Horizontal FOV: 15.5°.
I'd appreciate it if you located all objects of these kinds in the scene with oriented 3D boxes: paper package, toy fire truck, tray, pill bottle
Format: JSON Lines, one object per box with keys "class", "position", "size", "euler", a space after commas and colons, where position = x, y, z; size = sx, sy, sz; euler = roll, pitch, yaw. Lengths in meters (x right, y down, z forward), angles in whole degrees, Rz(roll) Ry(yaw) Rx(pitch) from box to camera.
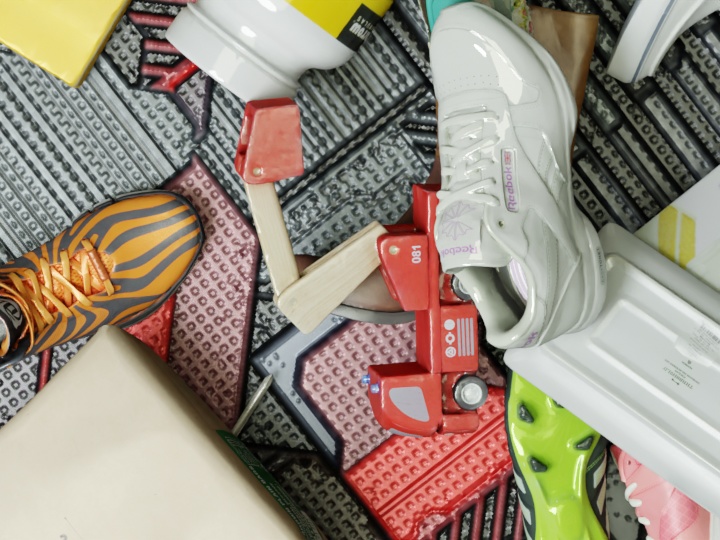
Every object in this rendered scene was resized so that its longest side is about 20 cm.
{"class": "paper package", "position": [-0.142, 0.167, 1.581], "size": [0.191, 0.103, 0.200], "euler": [-44, 76, 5]}
{"class": "toy fire truck", "position": [0.000, 0.000, 1.539], "size": [0.140, 0.049, 0.201], "euler": [-3, 99, -10]}
{"class": "tray", "position": [0.186, 0.061, 1.515], "size": [0.200, 0.022, 0.108], "euler": [36, 82, 24]}
{"class": "pill bottle", "position": [-0.023, -0.193, 1.562], "size": [0.112, 0.112, 0.200], "euler": [37, 96, -2]}

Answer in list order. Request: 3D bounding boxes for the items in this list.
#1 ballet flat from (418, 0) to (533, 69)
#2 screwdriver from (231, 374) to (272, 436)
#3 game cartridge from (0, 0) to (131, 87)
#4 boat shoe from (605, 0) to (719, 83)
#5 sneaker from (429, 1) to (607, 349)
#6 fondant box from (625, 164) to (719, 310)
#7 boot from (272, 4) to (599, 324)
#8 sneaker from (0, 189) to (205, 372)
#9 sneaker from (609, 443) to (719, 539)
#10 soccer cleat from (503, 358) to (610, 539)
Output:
{"class": "ballet flat", "position": [0.062, -0.180, 1.517], "size": [0.075, 0.064, 0.201], "euler": [7, 129, 19]}
{"class": "screwdriver", "position": [-0.112, 0.146, 1.636], "size": [0.029, 0.028, 0.201], "euler": [26, 97, -15]}
{"class": "game cartridge", "position": [-0.194, -0.240, 1.607], "size": [0.176, 0.032, 0.200], "euler": [32, 93, -1]}
{"class": "boat shoe", "position": [0.221, -0.189, 1.575], "size": [0.065, 0.074, 0.200], "euler": [34, 96, 3]}
{"class": "sneaker", "position": [0.079, -0.052, 1.482], "size": [0.075, 0.099, 0.201], "euler": [-14, 97, 41]}
{"class": "fondant box", "position": [0.243, 0.008, 1.562], "size": [0.200, 0.058, 0.144], "euler": [-38, 64, -1]}
{"class": "boot", "position": [0.045, -0.067, 1.594], "size": [0.187, 0.068, 0.201], "euler": [3, 94, 2]}
{"class": "sneaker", "position": [-0.185, 0.019, 1.586], "size": [0.199, 0.112, 0.078], "euler": [-30, 94, 4]}
{"class": "sneaker", "position": [0.192, 0.135, 1.615], "size": [0.086, 0.074, 0.201], "euler": [10, 88, 10]}
{"class": "soccer cleat", "position": [0.118, 0.121, 1.599], "size": [0.067, 0.081, 0.201], "euler": [-7, 95, -9]}
